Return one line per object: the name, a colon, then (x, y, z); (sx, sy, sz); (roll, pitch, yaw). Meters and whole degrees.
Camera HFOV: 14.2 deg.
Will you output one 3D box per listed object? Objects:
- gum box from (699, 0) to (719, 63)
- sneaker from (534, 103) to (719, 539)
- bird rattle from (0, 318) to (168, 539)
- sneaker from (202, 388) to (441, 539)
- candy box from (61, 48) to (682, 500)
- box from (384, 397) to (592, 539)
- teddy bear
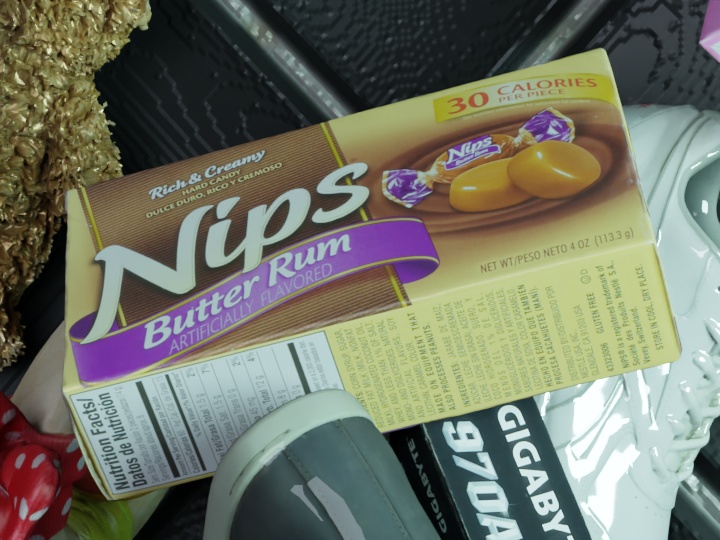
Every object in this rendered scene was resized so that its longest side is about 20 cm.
gum box: (0.208, -0.128, 0.960); (0.200, 0.066, 0.114); (-24, 37, 40)
sneaker: (0.107, 0.030, 1.040); (0.099, 0.078, 0.200); (-3, 83, 23)
bird rattle: (-0.113, 0.071, 1.087); (0.113, 0.200, 0.163); (20, 69, 27)
sneaker: (-0.004, 0.135, 0.960); (0.075, 0.200, 0.106); (-26, 61, -16)
candy box: (0.000, 0.000, 0.984); (0.200, 0.056, 0.117); (-13, 37, 6)
box: (0.050, 0.156, 1.012); (0.046, 0.159, 0.200); (-15, 71, -22)
teddy bear: (-0.149, -0.057, 1.191); (0.145, 0.067, 0.200); (10, 94, 36)
